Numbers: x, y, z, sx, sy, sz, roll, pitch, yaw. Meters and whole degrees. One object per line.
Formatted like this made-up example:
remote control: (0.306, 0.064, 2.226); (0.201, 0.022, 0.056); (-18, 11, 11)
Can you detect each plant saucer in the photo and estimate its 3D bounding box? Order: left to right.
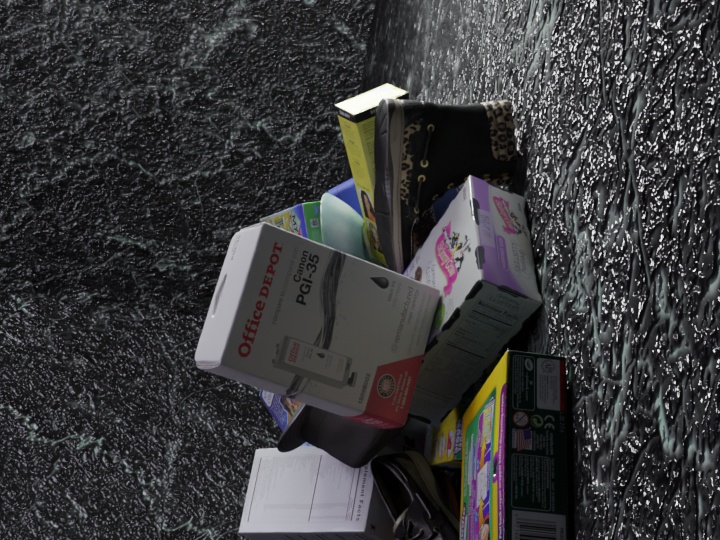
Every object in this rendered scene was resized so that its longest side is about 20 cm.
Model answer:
plant saucer: (0.000, 0.000, 1.399); (0.201, 0.039, 0.201); (-14, -90, -81)

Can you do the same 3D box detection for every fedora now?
fedora: (0.004, 0.153, 1.326); (0.200, 0.090, 0.177); (-54, -17, 0)

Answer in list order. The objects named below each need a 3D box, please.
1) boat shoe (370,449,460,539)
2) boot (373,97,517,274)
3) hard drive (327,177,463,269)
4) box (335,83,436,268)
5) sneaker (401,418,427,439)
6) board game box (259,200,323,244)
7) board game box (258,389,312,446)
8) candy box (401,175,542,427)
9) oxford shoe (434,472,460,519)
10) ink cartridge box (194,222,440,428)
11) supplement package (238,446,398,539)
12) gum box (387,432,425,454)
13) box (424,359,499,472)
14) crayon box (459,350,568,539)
boat shoe: (0.065, 0.282, 1.285); (0.200, 0.065, 0.073); (59, 139, 47)
boot: (0.093, -0.096, 1.291); (0.073, 0.150, 0.200); (-133, 39, -68)
hard drive: (0.055, -0.073, 1.438); (0.200, 0.025, 0.132); (-24, 93, 46)
box: (0.034, -0.106, 1.340); (0.050, 0.075, 0.200); (36, 147, 56)
sneaker: (0.068, 0.125, 1.494); (0.200, 0.074, 0.118); (76, -163, -59)
board game box: (-0.070, 0.025, 1.421); (0.135, 0.029, 0.200); (-14, 85, 63)
board game box: (-0.066, 0.134, 1.507); (0.135, 0.034, 0.200); (51, 136, 36)
candy box: (0.098, 0.031, 1.209); (0.200, 0.072, 0.168); (-56, 20, 36)
oxford shoe: (0.073, 0.324, 1.337); (0.071, 0.073, 0.200); (105, 170, -57)
ink cartridge box: (-0.041, 0.056, 1.138); (0.083, 0.200, 0.147); (-11, 60, 66)
supplement package: (-0.032, 0.284, 1.430); (0.200, 0.110, 0.114); (-9, 59, 37)
gum box: (0.031, 0.307, 1.525); (0.066, 0.113, 0.200); (-17, 56, 33)
box: (0.113, 0.160, 1.297); (0.200, 0.048, 0.117); (114, 164, -77)
crayon box: (0.130, 0.195, 1.018); (0.173, 0.058, 0.200); (106, 170, -63)
